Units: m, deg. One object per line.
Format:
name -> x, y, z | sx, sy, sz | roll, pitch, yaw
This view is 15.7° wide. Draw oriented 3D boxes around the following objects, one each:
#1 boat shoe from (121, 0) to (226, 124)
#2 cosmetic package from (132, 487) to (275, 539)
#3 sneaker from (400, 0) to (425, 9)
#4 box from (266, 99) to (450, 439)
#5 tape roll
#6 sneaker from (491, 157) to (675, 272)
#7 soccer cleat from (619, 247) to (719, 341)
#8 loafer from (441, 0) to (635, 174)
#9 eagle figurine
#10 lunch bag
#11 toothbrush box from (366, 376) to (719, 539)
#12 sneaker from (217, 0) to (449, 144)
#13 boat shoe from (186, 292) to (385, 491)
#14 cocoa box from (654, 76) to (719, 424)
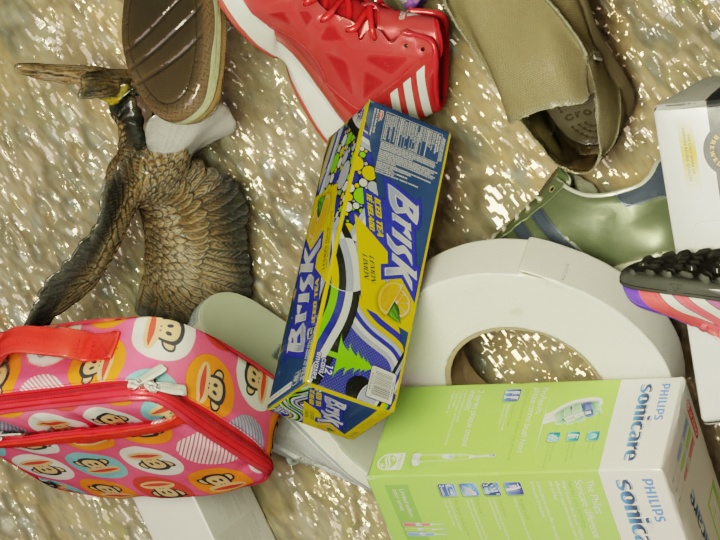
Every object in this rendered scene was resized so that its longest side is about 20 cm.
boat shoe -> -0.113, -0.178, 1.717 | 0.071, 0.076, 0.201 | -21, 61, 23
cosmetic package -> -0.088, 0.221, 1.838 | 0.051, 0.083, 0.201 | -24, 93, 26
sneaker -> -0.007, -0.218, 1.708 | 0.200, 0.073, 0.115 | -8, 103, 22
box -> 0.000, 0.000, 1.661 | 0.064, 0.201, 0.070 | 21, 154, -17
tape roll -> 0.111, 0.064, 1.699 | 0.202, 0.037, 0.203 | 11, 134, 11
sneaker -> 0.131, -0.022, 1.711 | 0.200, 0.067, 0.090 | -10, 81, 30
soccer cleat -> 0.247, 0.033, 1.527 | 0.199, 0.068, 0.073 | 8, 110, 15
loafer -> 0.114, -0.132, 1.625 | 0.076, 0.068, 0.200 | -16, 139, 30
eagle figurine -> -0.153, -0.040, 1.781 | 0.151, 0.151, 0.201 | 1, 93, 10
lunch bag -> -0.166, 0.085, 1.722 | 0.199, 0.176, 0.082 | -8, 59, 35
toothbrush box -> 0.124, 0.150, 1.688 | 0.199, 0.086, 0.146 | -3, 132, 24
sneaker -> -0.010, -0.173, 1.688 | 0.115, 0.079, 0.200 | -19, 128, 29
boat shoe -> -0.040, 0.095, 1.803 | 0.201, 0.070, 0.072 | 38, 140, 0
cocoa box -> 0.272, -0.022, 1.612 | 0.131, 0.133, 0.201 | -6, 100, 22
